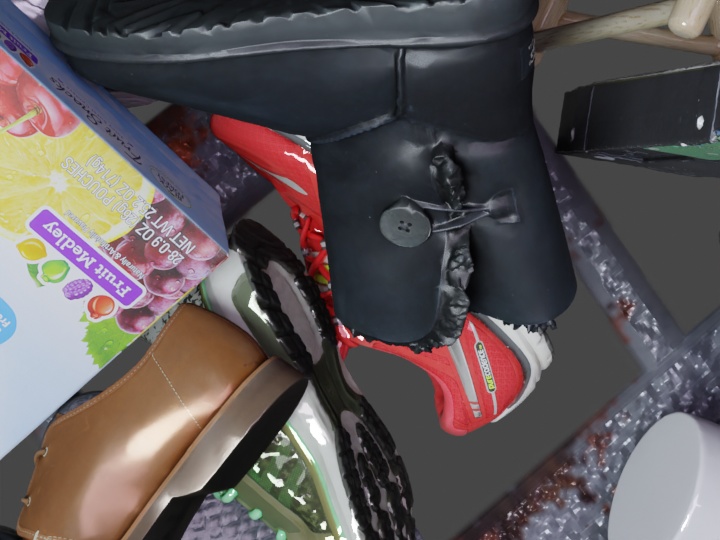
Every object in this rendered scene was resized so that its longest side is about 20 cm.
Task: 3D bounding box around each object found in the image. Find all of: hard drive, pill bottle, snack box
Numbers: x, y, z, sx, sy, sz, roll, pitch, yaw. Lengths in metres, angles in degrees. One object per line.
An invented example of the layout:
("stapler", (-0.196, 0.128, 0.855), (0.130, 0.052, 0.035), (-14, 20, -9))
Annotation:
("hard drive", (0.187, -0.061, 0.805), (0.140, 0.200, 0.038), (8, 91, -14))
("pill bottle", (0.225, 0.139, 0.872), (0.200, 0.112, 0.112), (22, 87, -14))
("snack box", (-0.182, -0.007, 0.730), (0.200, 0.068, 0.169), (-41, 115, 14))

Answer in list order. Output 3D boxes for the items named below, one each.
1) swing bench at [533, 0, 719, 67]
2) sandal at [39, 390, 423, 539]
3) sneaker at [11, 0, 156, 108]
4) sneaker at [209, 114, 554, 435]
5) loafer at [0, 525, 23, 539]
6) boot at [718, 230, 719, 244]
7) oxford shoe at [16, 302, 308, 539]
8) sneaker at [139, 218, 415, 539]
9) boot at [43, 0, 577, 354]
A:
("swing bench", (0.169, -0.184, 0.795), (0.130, 0.199, 0.200), (8, 90, -15))
("sandal", (-0.052, 0.113, 0.838), (0.200, 0.043, 0.076), (30, 78, -5))
("sneaker", (-0.136, -0.127, 0.784), (0.200, 0.075, 0.115), (-9, 84, -6))
("sneaker", (0.000, 0.000, 0.826), (0.200, 0.077, 0.085), (44, 90, -11))
("loafer", (-0.107, 0.159, 0.803), (0.200, 0.072, 0.073), (31, 91, -15))
("boot", (0.236, 0.059, 0.766), (0.211, 0.079, 0.158), (28, 41, -46))
("oxford shoe", (-0.111, 0.099, 0.734), (0.071, 0.071, 0.200), (39, 85, 10))
("sneaker", (-0.040, 0.080, 0.800), (0.089, 0.077, 0.200), (-22, 94, 22))
("boot", (-0.017, -0.043, 0.733), (0.200, 0.076, 0.168), (-1, 124, 11))
